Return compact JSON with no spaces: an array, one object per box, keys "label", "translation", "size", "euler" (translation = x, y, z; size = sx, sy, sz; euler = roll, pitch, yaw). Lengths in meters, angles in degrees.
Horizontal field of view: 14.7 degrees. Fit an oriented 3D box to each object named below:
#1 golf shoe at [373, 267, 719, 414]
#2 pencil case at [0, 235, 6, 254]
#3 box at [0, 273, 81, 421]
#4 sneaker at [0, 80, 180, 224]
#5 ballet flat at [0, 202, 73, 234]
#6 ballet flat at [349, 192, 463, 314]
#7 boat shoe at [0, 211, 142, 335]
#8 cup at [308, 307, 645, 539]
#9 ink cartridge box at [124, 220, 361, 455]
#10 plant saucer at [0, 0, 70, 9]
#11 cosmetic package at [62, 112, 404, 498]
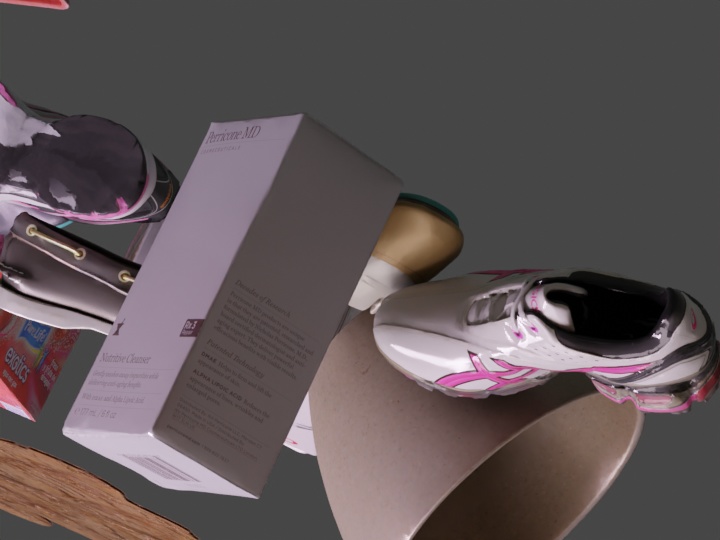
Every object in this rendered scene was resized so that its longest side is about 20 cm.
[{"label":"golf shoe","translation":[0.097,0.024,1.527],"size":[0.199,0.073,0.092],"euler":[3,151,21]},{"label":"pencil case","translation":[-0.326,-0.040,1.971],"size":[0.083,0.087,0.200],"euler":[9,180,-42]},{"label":"box","translation":[-0.295,0.030,2.144],"size":[0.102,0.095,0.200],"euler":[21,164,15]},{"label":"sneaker","translation":[-0.197,-0.064,1.707],"size":[0.199,0.081,0.086],"euler":[23,177,29]},{"label":"ballet flat","translation":[-0.254,-0.066,1.804],"size":[0.200,0.073,0.073],"euler":[12,160,48]},{"label":"ballet flat","translation":[0.000,0.000,1.623],"size":[0.068,0.063,0.200],"euler":[29,164,-17]},{"label":"boat shoe","translation":[-0.124,0.017,1.701],"size":[0.201,0.061,0.072],"euler":[15,-175,1]},{"label":"cup","translation":[0.049,0.094,1.677],"size":[0.143,0.200,0.200],"euler":[47,175,25]},{"label":"ink cartridge box","translation":[-0.078,0.039,1.845],"size":[0.146,0.083,0.200],"euler":[23,165,7]},{"label":"plant saucer","translation":[-0.263,-0.205,1.401],"size":[0.200,0.037,0.200],"euler":[10,159,42]},{"label":"cosmetic package","translation":[-0.069,0.018,1.533],"size":[0.081,0.201,0.113],"euler":[32,162,-28]}]
